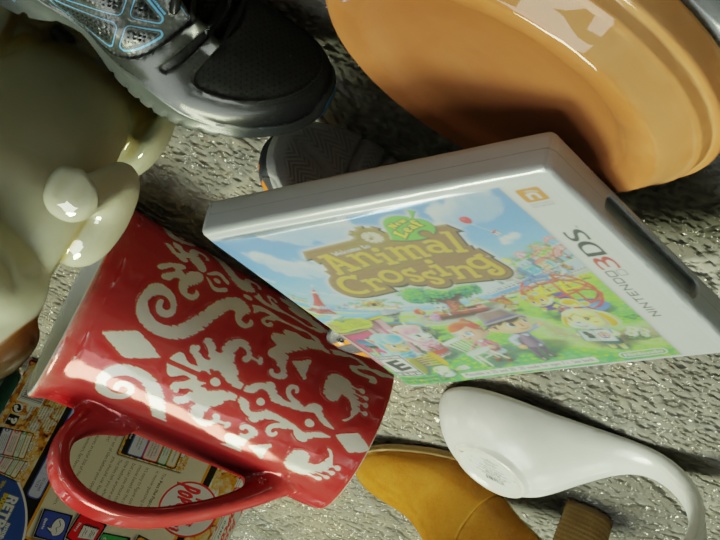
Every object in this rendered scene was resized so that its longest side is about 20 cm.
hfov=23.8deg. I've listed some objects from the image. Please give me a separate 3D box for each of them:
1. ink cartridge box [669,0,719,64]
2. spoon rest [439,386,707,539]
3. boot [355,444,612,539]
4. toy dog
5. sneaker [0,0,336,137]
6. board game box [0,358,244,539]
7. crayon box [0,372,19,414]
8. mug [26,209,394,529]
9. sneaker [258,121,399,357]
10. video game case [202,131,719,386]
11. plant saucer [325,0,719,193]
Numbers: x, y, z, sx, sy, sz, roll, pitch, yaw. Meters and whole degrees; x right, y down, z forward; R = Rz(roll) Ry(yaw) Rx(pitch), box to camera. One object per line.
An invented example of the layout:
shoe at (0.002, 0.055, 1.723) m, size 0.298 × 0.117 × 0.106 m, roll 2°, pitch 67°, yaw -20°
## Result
ink cartridge box at (0.093, -0.120, 0.742) m, size 0.160 × 0.047 × 0.200 m, roll 37°, pitch 165°, yaw -21°
spoon rest at (0.137, 0.127, 1.095) m, size 0.200 × 0.061 × 0.100 m, roll 25°, pitch 153°, yaw 27°
boot at (0.066, 0.208, 1.174) m, size 0.200 × 0.144 × 0.071 m, roll 16°, pitch 149°, yaw 16°
toy dog at (-0.195, -0.044, 0.899) m, size 0.139 × 0.200 × 0.194 m, roll 37°, pitch 148°, yaw -21°
sneaker at (-0.099, -0.132, 0.817) m, size 0.199 × 0.073 × 0.082 m, roll 27°, pitch 149°, yaw -5°
board game box at (-0.193, 0.168, 1.296) m, size 0.199 × 0.152 × 0.046 m, roll 18°, pitch 150°, yaw 13°
crayon box at (-0.341, 0.122, 1.434) m, size 0.125 × 0.052 × 0.200 m, roll 19°, pitch 150°, yaw 10°
mug at (-0.100, 0.079, 1.074) m, size 0.199 × 0.178 × 0.133 m, roll 26°, pitch -179°, yaw -13°
sneaker at (0.000, 0.000, 0.952) m, size 0.200 × 0.078 × 0.112 m, roll 40°, pitch 147°, yaw -25°
video game case at (0.054, 0.003, 0.827) m, size 0.199 × 0.022 × 0.182 m, roll -9°, pitch 147°, yaw 37°
plant saucer at (0.063, -0.091, 0.728) m, size 0.200 × 0.038 × 0.200 m, roll 28°, pitch 165°, yaw 8°
